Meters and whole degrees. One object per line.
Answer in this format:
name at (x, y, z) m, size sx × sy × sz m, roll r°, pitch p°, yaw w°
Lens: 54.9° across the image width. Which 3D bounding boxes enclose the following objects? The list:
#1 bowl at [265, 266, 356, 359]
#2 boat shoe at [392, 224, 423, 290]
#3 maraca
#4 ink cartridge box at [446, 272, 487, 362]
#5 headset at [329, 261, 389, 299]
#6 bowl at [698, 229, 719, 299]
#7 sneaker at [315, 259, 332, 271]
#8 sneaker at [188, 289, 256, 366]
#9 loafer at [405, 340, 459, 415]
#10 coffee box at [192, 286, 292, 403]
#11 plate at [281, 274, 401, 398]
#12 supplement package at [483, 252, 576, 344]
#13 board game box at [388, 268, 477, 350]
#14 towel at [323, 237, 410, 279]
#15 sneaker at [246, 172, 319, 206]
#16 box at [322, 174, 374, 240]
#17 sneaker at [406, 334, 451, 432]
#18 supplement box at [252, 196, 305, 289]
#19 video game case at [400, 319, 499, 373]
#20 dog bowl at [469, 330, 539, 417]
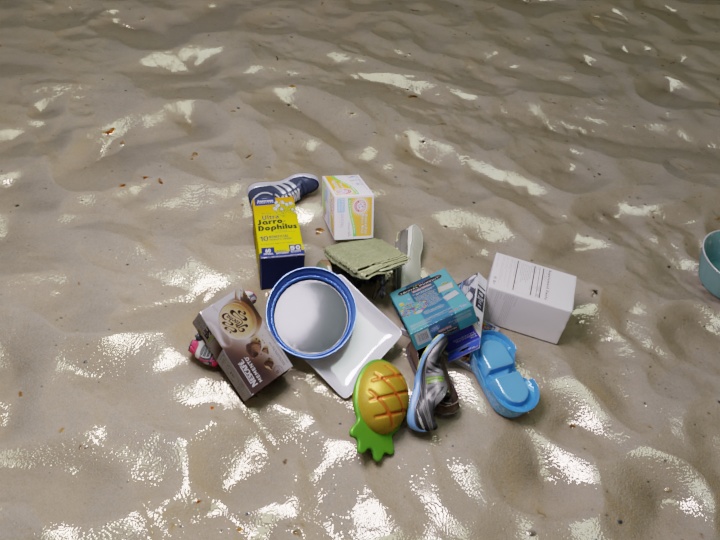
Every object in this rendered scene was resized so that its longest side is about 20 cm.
bowl at (-0.106, 0.094, 1.495) m, size 0.195 × 0.040 × 0.206 m, roll 2°, pitch 70°, yaw -4°
boat shoe at (0.111, -0.019, 1.717) m, size 0.059 × 0.072 × 0.206 m, roll -15°, pitch 51°, yaw 35°
maraca at (0.036, 0.279, 1.404) m, size 0.135 × 0.106 × 0.204 m, roll 29°, pitch 58°, yaw -24°
ink cartridge box at (0.233, 0.104, 1.571) m, size 0.039 × 0.099 × 0.203 m, roll 37°, pitch 42°, yaw -23°
headset at (0.000, 0.000, 1.661) m, size 0.121 × 0.096 × 0.200 m, roll -22°, pitch 43°, yaw -25°
bowl at (0.956, 0.003, 1.783) m, size 0.195 × 0.106 × 0.204 m, roll 4°, pitch 47°, yaw -5°
sneaker at (-0.105, 0.057, 1.610) m, size 0.087 × 0.068 × 0.204 m, roll 0°, pitch 51°, yaw -14°
sneaker at (-0.292, 0.126, 1.526) m, size 0.074 × 0.081 × 0.201 m, roll 37°, pitch 57°, yaw 1°
loafer at (0.153, 0.220, 1.497) m, size 0.071 × 0.072 × 0.202 m, roll -15°, pitch 51°, yaw -20°
coffee box at (-0.246, 0.155, 1.442) m, size 0.112 × 0.080 × 0.202 m, roll -31°, pitch 85°, yaw -33°
plate at (-0.040, 0.144, 1.522) m, size 0.199 × 0.032 × 0.200 m, roll 41°, pitch 70°, yaw 9°
supplement package at (0.393, 0.065, 1.637) m, size 0.195 × 0.123 × 0.121 m, roll 17°, pitch 47°, yaw 8°
board game box at (0.160, 0.083, 1.557) m, size 0.148 × 0.048 × 0.201 m, roll -24°, pitch 26°, yaw -1°
towel at (0.010, -0.031, 1.623) m, size 0.146 × 0.037 × 0.199 m, roll -16°, pitch 25°, yaw -26°
sneaker at (-0.196, -0.190, 1.821) m, size 0.195 × 0.071 × 0.110 m, roll -11°, pitch 45°, yaw -8°
box at (-0.034, -0.162, 1.741) m, size 0.099 × 0.115 × 0.201 m, roll -4°, pitch 23°, yaw -11°
sneaker at (0.152, 0.234, 1.434) m, size 0.081 × 0.071 × 0.204 m, roll 13°, pitch 77°, yaw 7°
supplement box at (-0.202, -0.070, 1.685) m, size 0.106 × 0.111 × 0.203 m, roll -5°, pitch 48°, yaw -12°
video game case at (0.209, 0.140, 1.615) m, size 0.197 × 0.018 × 0.144 m, roll 27°, pitch 50°, yaw 17°
dog bowl at (0.307, 0.228, 1.513) m, size 0.109 × 0.050 × 0.203 m, roll -11°, pitch 57°, yaw -23°
